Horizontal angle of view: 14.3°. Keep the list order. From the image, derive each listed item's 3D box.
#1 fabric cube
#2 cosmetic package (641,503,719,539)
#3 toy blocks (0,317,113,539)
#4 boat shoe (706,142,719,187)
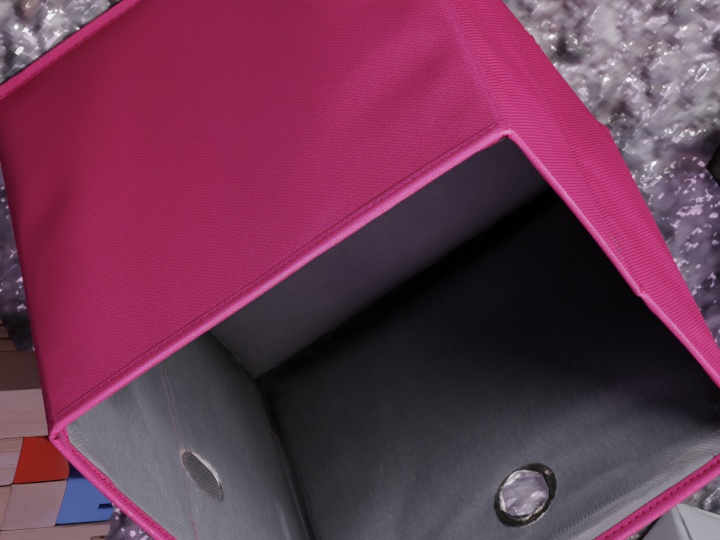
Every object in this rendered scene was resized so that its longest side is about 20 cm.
[{"bbox_3d":[0.000,0.000,1.087,0.196,0.200,0.200,-34,129,11],"label":"fabric cube"},{"bbox_3d":[0.140,0.214,1.383,0.101,0.074,0.200,21,121,-29],"label":"cosmetic package"},{"bbox_3d":[-0.164,0.092,1.194,0.136,0.100,0.201,-2,129,-29],"label":"toy blocks"},{"bbox_3d":[0.193,0.013,1.234,0.063,0.074,0.202,-35,134,3],"label":"boat shoe"}]
